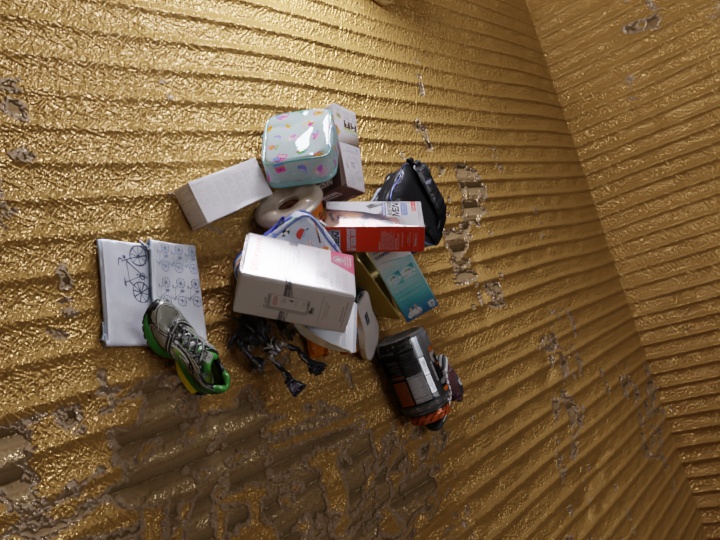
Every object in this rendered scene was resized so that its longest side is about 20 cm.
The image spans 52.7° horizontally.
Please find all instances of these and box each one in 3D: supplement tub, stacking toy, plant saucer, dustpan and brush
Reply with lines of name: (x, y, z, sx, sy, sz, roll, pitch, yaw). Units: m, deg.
supplement tub: (0.123, 0.238, 1.637, 0.122, 0.122, 0.201, -26, 95, -53)
stacking toy: (-0.118, -0.068, 1.503, 0.200, 0.146, 0.146, 67, 33, -34)
plant saucer: (0.000, 0.000, 1.584, 0.200, 0.048, 0.200, 54, 7, -35)
dustpan and brush: (-0.102, 0.073, 1.317, 0.199, 0.057, 0.140, 7, 41, -5)

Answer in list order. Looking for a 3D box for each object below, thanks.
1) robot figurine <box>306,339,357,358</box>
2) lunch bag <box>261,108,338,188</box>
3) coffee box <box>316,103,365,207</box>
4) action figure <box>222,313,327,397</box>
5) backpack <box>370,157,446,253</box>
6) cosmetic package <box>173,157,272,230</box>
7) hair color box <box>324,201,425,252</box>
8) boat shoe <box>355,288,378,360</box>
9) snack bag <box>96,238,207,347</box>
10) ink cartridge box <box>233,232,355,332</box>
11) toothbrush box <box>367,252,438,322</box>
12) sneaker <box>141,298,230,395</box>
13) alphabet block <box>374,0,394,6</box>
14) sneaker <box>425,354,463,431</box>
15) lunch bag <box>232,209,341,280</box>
robot figurine: (-0.069, 0.073, 1.468, 0.058, 0.145, 0.201, 0, 81, -62)
lunch bag: (-0.128, -0.255, 1.507, 0.200, 0.160, 0.077, -92, 170, -49)
coffee box: (-0.066, -0.256, 1.637, 0.080, 0.114, 0.201, 13, 63, -48)
action figure: (-0.163, 0.140, 1.332, 0.200, 0.119, 0.102, 41, -10, 17)
backpack: (0.116, -0.137, 1.782, 0.190, 0.154, 0.200, 44, 49, -18)
cosmetic package: (-0.260, -0.149, 1.395, 0.200, 0.051, 0.083, -34, 103, -53)
hair color box: (0.028, -0.091, 1.486, 0.111, 0.199, 0.064, -92, 180, -57)
boat shoe: (-0.021, 0.109, 1.564, 0.075, 0.092, 0.200, -57, 148, -40)
snack bag: (-0.349, 0.036, 1.220, 0.200, 0.021, 0.189, 8, 68, -50)
ink cartridge box: (-0.114, 0.019, 1.274, 0.199, 0.083, 0.147, 12, 30, -9)
toothbrush box: (0.081, -0.007, 1.628, 0.200, 0.085, 0.146, 59, 3, -23)
sneaker: (-0.277, 0.123, 1.190, 0.200, 0.085, 0.078, 58, 47, -29)
alphabet block: (0.064, -0.902, 2.039, 0.200, 0.196, 0.196, 14, 64, -48)
sneaker: (0.212, 0.311, 1.756, 0.115, 0.075, 0.201, 43, 43, -35)
lunch bag: (-0.134, -0.016, 1.381, 0.160, 0.200, 0.076, 52, -1, -16)
